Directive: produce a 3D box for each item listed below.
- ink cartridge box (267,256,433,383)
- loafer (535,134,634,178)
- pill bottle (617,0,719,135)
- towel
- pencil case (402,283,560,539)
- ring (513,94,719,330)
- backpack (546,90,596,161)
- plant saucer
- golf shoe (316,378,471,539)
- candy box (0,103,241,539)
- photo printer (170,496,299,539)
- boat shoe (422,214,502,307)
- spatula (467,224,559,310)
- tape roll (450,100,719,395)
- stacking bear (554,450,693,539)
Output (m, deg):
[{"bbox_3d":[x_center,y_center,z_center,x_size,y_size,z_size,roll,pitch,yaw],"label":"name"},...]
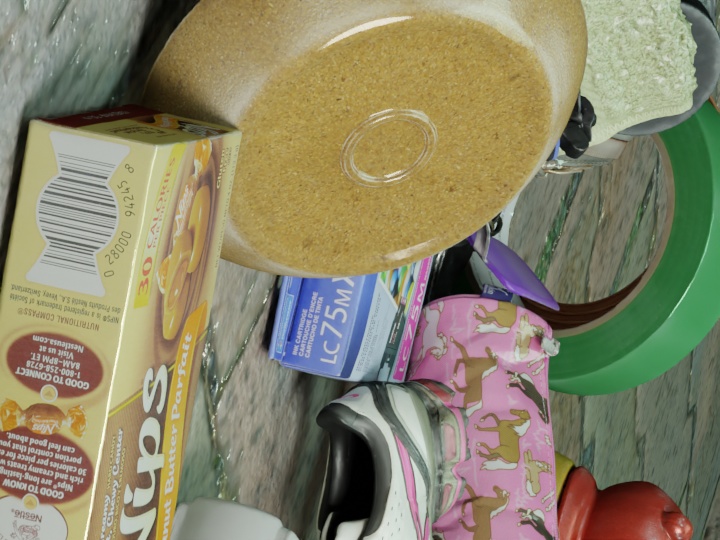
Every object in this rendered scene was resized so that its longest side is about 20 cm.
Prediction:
[{"bbox_3d":[0.000,0.000,1.561,0.200,0.042,0.119,21,81,-75],"label":"ink cartridge box"},{"bbox_3d":[0.073,-0.080,1.632,0.200,0.072,0.063,13,107,-48],"label":"loafer"},{"bbox_3d":[0.136,-0.162,1.648,0.200,0.112,0.112,-108,-162,-55],"label":"pill bottle"},{"bbox_3d":[0.090,-0.143,1.503,0.036,0.148,0.200,-115,-177,-56],"label":"towel"},{"bbox_3d":[0.070,0.112,1.640,0.083,0.086,0.200,21,56,-39],"label":"pencil case"},{"bbox_3d":[0.140,-0.042,1.768,0.019,0.200,0.201,21,81,-52],"label":"ring"},{"bbox_3d":[0.023,-0.161,1.305,0.183,0.134,0.200,90,-14,-47],"label":"backpack"},{"bbox_3d":[0.007,-0.061,1.221,0.200,0.200,0.035,88,-16,-47],"label":"plant saucer"},{"bbox_3d":[0.008,0.158,1.551,0.092,0.073,0.200,-3,90,-44],"label":"golf shoe"},{"bbox_3d":[-0.102,0.040,1.138,0.115,0.055,0.200,-19,121,-74],"label":"candy box"},{"bbox_3d":[-0.079,0.228,1.374,0.166,0.069,0.200,77,29,-62],"label":"photo printer"},{"bbox_3d":[0.057,-0.047,1.706,0.069,0.057,0.200,-9,111,-76],"label":"boat shoe"},{"bbox_3d":[0.062,-0.029,1.618,0.021,0.057,0.200,-37,149,2],"label":"spatula"},{"bbox_3d":[0.133,-0.028,1.727,0.048,0.200,0.201,21,81,-52],"label":"tape roll"},{"bbox_3d":[0.100,0.150,1.756,0.114,0.200,0.122,-54,154,-59],"label":"stacking bear"}]
